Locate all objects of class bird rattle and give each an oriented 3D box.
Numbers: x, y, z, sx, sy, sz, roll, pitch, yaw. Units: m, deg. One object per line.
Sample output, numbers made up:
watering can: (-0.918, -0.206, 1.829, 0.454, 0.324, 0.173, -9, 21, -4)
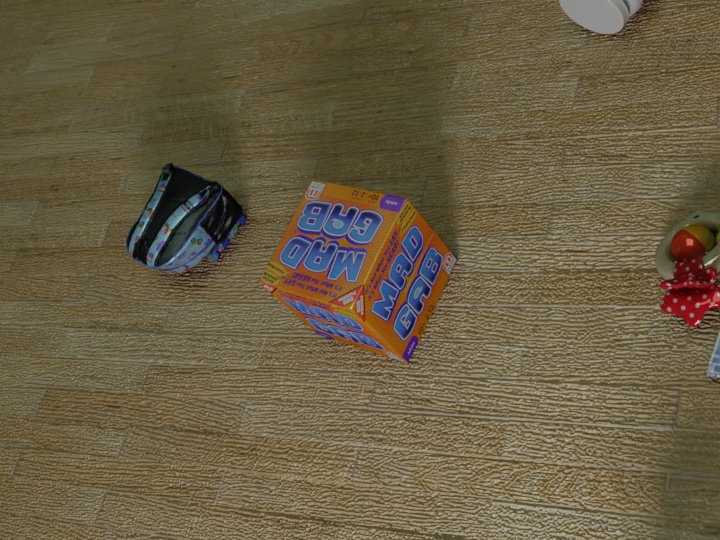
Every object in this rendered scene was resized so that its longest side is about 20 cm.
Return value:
bird rattle: (0.492, -0.019, 1.614, 0.200, 0.113, 0.163, -52, 24, 0)

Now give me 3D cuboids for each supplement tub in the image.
supplement tub: (0.438, -0.521, 1.919, 0.140, 0.140, 0.201, 21, 74, 39)

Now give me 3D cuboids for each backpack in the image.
backpack: (-0.338, -0.078, 2.139, 0.182, 0.135, 0.201, 23, 75, 39)

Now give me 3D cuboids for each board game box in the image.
board game box: (0.000, 0.000, 1.831, 0.199, 0.200, 0.201, 15, 70, 37)

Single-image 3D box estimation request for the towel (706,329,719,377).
towel: (0.582, 0.099, 1.517, 0.199, 0.024, 0.147, 11, 66, 35)
